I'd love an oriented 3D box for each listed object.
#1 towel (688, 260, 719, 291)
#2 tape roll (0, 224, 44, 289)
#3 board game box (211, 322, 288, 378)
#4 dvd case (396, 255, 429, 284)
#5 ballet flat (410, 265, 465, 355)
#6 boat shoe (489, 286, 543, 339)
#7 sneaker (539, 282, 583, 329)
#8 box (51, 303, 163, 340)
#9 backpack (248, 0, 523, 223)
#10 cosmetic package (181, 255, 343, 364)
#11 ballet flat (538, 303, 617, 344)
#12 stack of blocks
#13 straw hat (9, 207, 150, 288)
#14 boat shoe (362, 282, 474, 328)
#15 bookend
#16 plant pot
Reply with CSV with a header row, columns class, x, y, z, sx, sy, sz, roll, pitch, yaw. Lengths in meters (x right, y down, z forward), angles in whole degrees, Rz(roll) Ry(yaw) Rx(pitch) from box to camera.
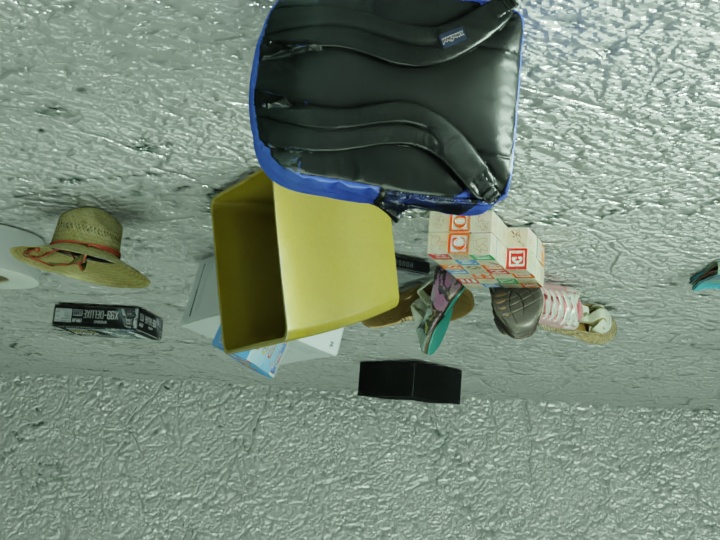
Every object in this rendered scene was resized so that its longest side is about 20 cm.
class,x,y,z,sx,sy,sz,roll,pitch,yaw
towel,0.595,0.014,1.600,0.197,0.022,0.147,4,168,1
tape roll,-0.610,-0.024,1.758,0.199,0.072,0.203,5,168,1
board game box,-0.124,0.039,1.552,0.055,0.202,0.196,22,170,10
dvd case,0.000,0.000,1.750,0.148,0.025,0.200,10,166,-23
ballet flat,0.120,0.057,1.786,0.071,0.069,0.201,35,143,13
boat shoe,0.225,0.054,1.585,0.073,0.074,0.201,-8,-157,5
sneaker,0.300,0.051,1.748,0.103,0.077,0.200,6,176,15
box,-0.555,0.115,2.428,0.197,0.051,0.158,2,168,10
backpack,0.010,-0.121,0.860,0.197,0.165,0.168,5,171,-7
cosmetic package,-0.150,0.057,1.765,0.198,0.125,0.199,24,162,-26
ballet flat,0.385,0.084,1.905,0.198,0.071,0.065,8,154,-31
stack of blocks,0.173,-0.026,1.479,0.114,0.059,0.200,0,167,21
straw hat,-0.385,-0.043,1.553,0.198,0.086,0.201,9,165,3
boat shoe,0.096,0.052,1.879,0.197,0.072,0.069,-5,-167,10
bookend,0.132,0.299,2.920,0.197,0.094,0.199,-5,166,45
plant pot,-0.063,-0.011,1.364,0.174,0.203,0.199,-2,173,-30
